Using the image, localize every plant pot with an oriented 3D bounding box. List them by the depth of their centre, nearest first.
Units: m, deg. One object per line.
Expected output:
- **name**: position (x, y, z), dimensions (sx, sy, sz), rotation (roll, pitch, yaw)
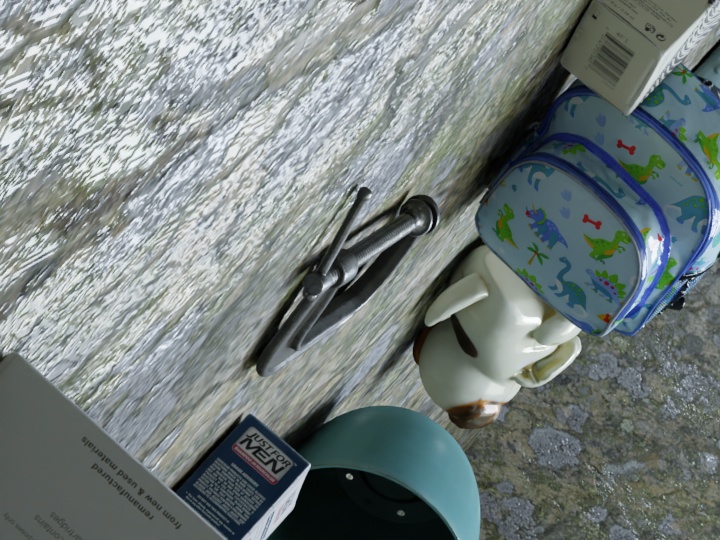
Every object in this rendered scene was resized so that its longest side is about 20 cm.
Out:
- **plant pot**: position (0.015, 0.211, 1.735), dimensions (0.201, 0.200, 0.161), rotation (-56, -179, 31)

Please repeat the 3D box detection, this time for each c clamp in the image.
- **c clamp**: position (0.000, 0.000, 1.303), dimensions (0.171, 0.027, 0.200), rotation (-55, 170, 23)

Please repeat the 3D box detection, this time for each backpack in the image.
- **backpack**: position (0.200, -0.058, 1.557), dimensions (0.147, 0.183, 0.200), rotation (-38, 167, -40)

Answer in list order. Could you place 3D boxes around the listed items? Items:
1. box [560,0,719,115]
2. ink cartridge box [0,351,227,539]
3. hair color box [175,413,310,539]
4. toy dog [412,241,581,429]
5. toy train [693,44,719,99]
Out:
- **box**: position (0.237, -0.208, 1.499), dimensions (0.200, 0.068, 0.082), rotation (-44, 168, -34)
- **ink cartridge box**: position (-0.149, 0.166, 0.845), dimensions (0.200, 0.146, 0.147), rotation (-49, 171, -8)
- **hair color box**: position (-0.125, 0.202, 1.397), dimensions (0.200, 0.060, 0.100), rotation (-46, 171, -24)
- **toy dog**: position (0.128, 0.062, 1.861), dimensions (0.193, 0.140, 0.200), rotation (-26, 158, -38)
- **toy train**: position (0.450, -0.234, 2.451), dimensions (0.200, 0.085, 0.114), rotation (-44, 157, -27)
